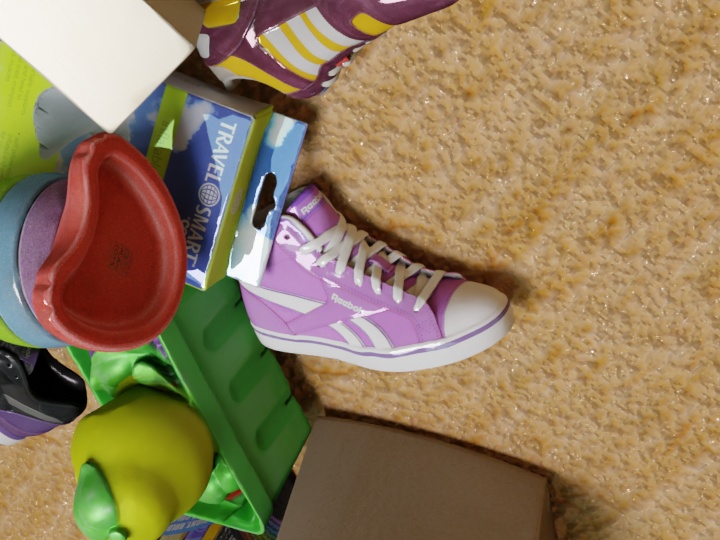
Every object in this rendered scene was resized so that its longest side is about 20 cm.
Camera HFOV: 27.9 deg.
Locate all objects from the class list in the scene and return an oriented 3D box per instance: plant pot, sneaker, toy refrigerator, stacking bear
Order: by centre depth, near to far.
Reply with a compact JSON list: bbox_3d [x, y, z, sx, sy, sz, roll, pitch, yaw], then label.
[{"bbox_3d":[-0.185,-0.178,0.804,0.200,0.070,0.076,41,112,-20],"label":"toy refrigerator"},{"bbox_3d":[-0.014,-0.149,0.851,0.198,0.075,0.091,4,132,34],"label":"sneaker"},{"bbox_3d":[-0.216,-0.008,0.891,0.198,0.123,0.114,0,157,32],"label":"stacking bear"},{"bbox_3d":[0.000,0.000,0.954,0.199,0.073,0.115,2,122,27],"label":"sneaker"},{"bbox_3d":[-0.272,0.046,1.027,0.087,0.076,0.200,-15,138,30],"label":"sneaker"},{"bbox_3d":[0.050,0.240,1.040,0.175,0.201,0.201,-3,124,15],"label":"plant pot"}]

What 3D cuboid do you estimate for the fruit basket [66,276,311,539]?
[{"bbox_3d":[-0.146,0.110,1.012,0.155,0.216,0.217,3,128,46],"label":"fruit basket"}]

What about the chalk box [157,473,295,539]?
[{"bbox_3d":[-0.125,0.252,1.122,0.123,0.200,0.126,-14,117,35],"label":"chalk box"}]

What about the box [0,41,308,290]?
[{"bbox_3d":[-0.145,-0.072,0.932,0.198,0.048,0.123,22,109,9],"label":"box"}]
